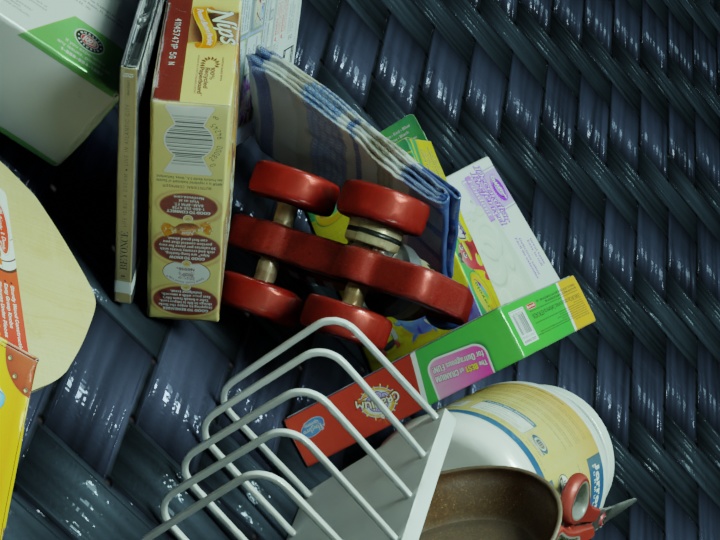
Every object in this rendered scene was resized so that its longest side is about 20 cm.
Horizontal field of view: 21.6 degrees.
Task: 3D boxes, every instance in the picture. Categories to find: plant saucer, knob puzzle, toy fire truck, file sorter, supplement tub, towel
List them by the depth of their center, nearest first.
[{"bbox_3d":[-0.244,-0.001,1.163,0.220,0.030,0.220,40,33,-33],"label":"knob puzzle"},{"bbox_3d":[-0.043,0.143,1.248,0.125,0.139,0.200,49,29,-14],"label":"file sorter"},{"bbox_3d":[0.048,0.203,1.285,0.037,0.200,0.200,66,24,-21],"label":"plant saucer"},{"bbox_3d":[0.000,0.000,1.408,0.168,0.200,0.112,22,84,-55],"label":"toy fire truck"},{"bbox_3d":[-0.007,-0.077,1.435,0.200,0.024,0.147,38,-20,17],"label":"towel"},{"bbox_3d":[0.106,0.165,1.462,0.200,0.145,0.145,-16,77,-61],"label":"supplement tub"}]

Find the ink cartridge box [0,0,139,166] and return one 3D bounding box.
[{"bbox_3d":[-0.225,-0.190,1.293,0.146,0.084,0.200,34,35,-19],"label":"ink cartridge box"}]

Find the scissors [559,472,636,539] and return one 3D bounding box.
[{"bbox_3d":[0.175,0.196,1.441,0.200,0.014,0.073,29,78,-67],"label":"scissors"}]

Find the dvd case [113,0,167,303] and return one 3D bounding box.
[{"bbox_3d":[-0.148,-0.100,1.288,0.016,0.200,0.149,7,41,0],"label":"dvd case"}]

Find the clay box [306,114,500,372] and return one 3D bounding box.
[{"bbox_3d":[0.031,-0.018,1.545,0.048,0.115,0.200,0,63,-59],"label":"clay box"}]

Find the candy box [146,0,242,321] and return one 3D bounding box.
[{"bbox_3d":[-0.114,-0.075,1.293,0.055,0.200,0.116,6,44,-3],"label":"candy box"}]

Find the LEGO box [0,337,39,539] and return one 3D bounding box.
[{"bbox_3d":[-0.273,0.077,0.961,0.200,0.077,0.149,35,48,-38],"label":"LEGO box"}]

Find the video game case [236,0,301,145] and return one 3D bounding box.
[{"bbox_3d":[-0.097,-0.196,1.451,0.181,0.045,0.200,-44,146,-63],"label":"video game case"}]

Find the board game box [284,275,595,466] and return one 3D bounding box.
[{"bbox_3d":[0.061,0.074,1.416,0.153,0.200,0.040,-18,80,-62],"label":"board game box"}]

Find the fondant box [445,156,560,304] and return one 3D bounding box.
[{"bbox_3d":[0.097,-0.014,1.714,0.144,0.058,0.200,60,26,0],"label":"fondant box"}]
